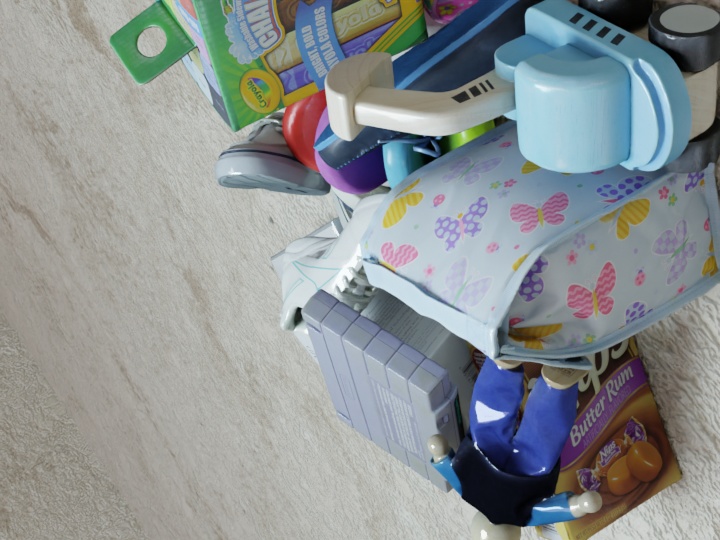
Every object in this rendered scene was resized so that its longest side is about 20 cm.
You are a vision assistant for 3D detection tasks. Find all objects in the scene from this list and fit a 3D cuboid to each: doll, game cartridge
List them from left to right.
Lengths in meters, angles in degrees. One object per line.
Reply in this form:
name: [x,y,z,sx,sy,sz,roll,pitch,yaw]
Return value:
game cartridge: [0.025,0.100,1.114,0.130,0.038,0.200,28,158,22]
doll: [0.115,0.140,1.026,0.136,0.048,0.200,22,129,15]

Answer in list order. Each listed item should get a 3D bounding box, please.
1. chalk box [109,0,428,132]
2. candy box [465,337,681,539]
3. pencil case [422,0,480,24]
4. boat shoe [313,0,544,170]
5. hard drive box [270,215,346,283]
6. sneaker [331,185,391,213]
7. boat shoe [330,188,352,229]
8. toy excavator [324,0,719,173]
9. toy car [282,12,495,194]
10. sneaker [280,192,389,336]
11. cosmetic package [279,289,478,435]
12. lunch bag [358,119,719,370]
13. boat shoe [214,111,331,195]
chalk box: [-0.074,-0.191,0.943,0.125,0.200,0.124,53,164,39]
candy box: [0.163,0.099,1.087,0.056,0.117,0.200,1,116,64]
pencil case: [0.035,-0.264,1.012,0.200,0.087,0.087,55,156,26]
boat shoe: [0.055,-0.120,0.976,0.200,0.084,0.069,-30,113,30]
hard drive box: [0.001,0.024,1.399,0.156,0.077,0.200,64,157,-1]
sneaker: [0.049,-0.018,1.209,0.200,0.075,0.085,37,135,25]
boat shoe: [0.007,-0.083,1.282,0.200,0.071,0.064,59,157,14]
toy excavator: [0.103,-0.113,0.881,0.194,0.200,0.100,39,146,42]
toy car: [0.018,-0.123,1.115,0.200,0.150,0.175,36,144,47]
sneaker: [0.000,0.000,1.116,0.200,0.070,0.080,-31,42,51]
cosmetic package: [0.037,0.064,1.179,0.200,0.081,0.113,13,147,51]
lunch bag: [0.119,-0.016,0.954,0.170,0.200,0.127,29,139,52]
boat shoe: [-0.075,-0.103,1.194,0.200,0.073,0.067,3,-93,-79]
